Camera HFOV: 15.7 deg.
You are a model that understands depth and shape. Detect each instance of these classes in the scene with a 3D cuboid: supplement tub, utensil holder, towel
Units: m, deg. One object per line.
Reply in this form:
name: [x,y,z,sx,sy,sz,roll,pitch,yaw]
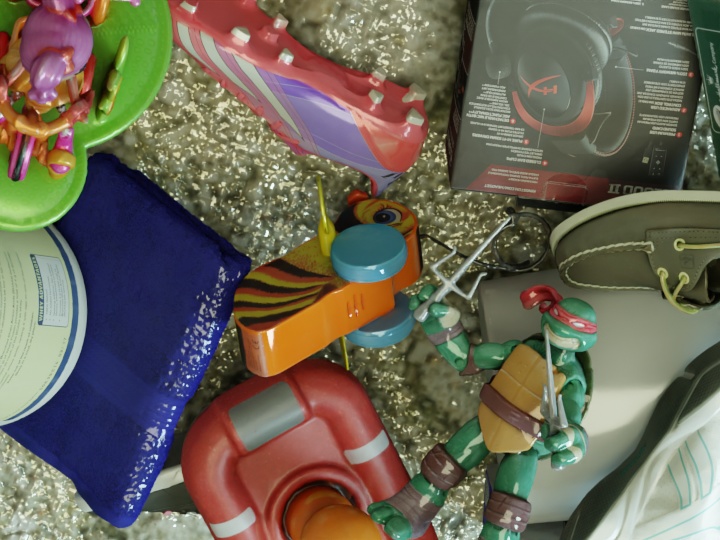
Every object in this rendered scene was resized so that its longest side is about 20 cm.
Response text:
supplement tub: [-0.269,0.022,1.569,0.144,0.200,0.146,-1,86,22]
utensil holder: [0.182,0.073,1.659,0.198,0.170,0.171,-8,111,0]
towel: [-0.153,0.043,1.653,0.147,0.049,0.201,37,113,29]

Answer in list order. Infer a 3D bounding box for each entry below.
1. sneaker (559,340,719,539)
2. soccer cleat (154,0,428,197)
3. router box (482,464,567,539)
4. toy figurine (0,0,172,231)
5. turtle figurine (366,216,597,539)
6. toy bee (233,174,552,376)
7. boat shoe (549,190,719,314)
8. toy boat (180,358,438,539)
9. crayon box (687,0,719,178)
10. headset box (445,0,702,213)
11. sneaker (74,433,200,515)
sneaker: [0.202,0.119,1.554,0.080,0.070,0.201,34,105,-8]
soccer cleat: [-0.051,-0.115,1.628,0.199,0.067,0.077,26,122,-12]
router box: [0.178,0.188,1.683,0.178,0.200,0.049,0,110,-5]
toy figurine: [-0.177,-0.137,1.475,0.149,0.184,0.201,15,76,-7]
turtle figurine: [0.089,0.081,1.530,0.100,0.150,0.201,13,107,-45]
toy bee: [0.000,0.000,1.616,0.199,0.109,0.132,-2,119,-31]
boat shoe: [0.210,-0.010,1.566,0.200,0.061,0.072,-7,151,18]
toy boat: [-0.021,0.162,1.633,0.130,0.131,0.201,-29,110,-6]
crayon box: [0.288,-0.151,1.599,0.200,0.051,0.126,-33,122,-33]
headset box: [0.135,-0.127,1.619,0.147,0.075,0.201,6,114,-3]
sneaker: [-0.084,0.155,1.720,0.199,0.071,0.100,-16,106,-3]
